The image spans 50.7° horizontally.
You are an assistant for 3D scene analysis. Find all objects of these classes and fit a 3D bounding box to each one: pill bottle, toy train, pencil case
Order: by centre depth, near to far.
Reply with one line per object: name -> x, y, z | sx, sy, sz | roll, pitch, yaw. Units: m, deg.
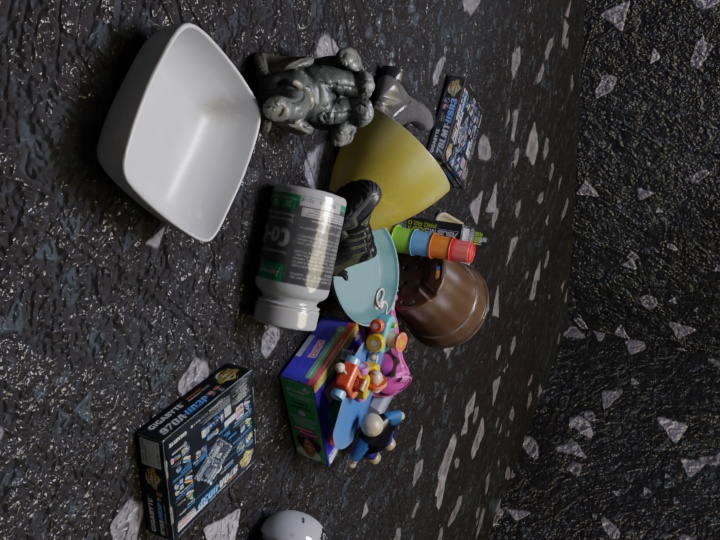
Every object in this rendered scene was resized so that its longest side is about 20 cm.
pill bottle -> -0.092, -0.019, 1.122 | 0.113, 0.112, 0.202 | 11, 90, -66
toy train -> 0.022, 0.136, 1.210 | 0.151, 0.055, 0.201 | 76, 36, -55
pencil case -> 0.046, 0.133, 1.432 | 0.091, 0.093, 0.201 | 29, 44, -49

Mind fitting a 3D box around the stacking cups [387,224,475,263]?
stacking cups -> 0.121, -0.046, 1.469 | 0.060, 0.199, 0.061 | -43, 141, -50

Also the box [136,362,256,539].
box -> -0.217, 0.243, 1.047 | 0.200, 0.046, 0.160 | -39, 135, -55

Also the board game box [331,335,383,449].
board game box -> -0.017, 0.200, 1.296 | 0.158, 0.039, 0.202 | 13, 93, -71

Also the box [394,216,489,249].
box -> 0.170, -0.081, 1.611 | 0.200, 0.159, 0.045 | 2, 98, -66

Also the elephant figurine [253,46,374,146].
elephant figurine -> -0.090, -0.239, 1.025 | 0.199, 0.155, 0.143 | -12, 76, -37

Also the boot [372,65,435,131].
boot -> 0.067, -0.278, 1.427 | 0.200, 0.069, 0.133 | 34, 72, -52

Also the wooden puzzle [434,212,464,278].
wooden puzzle -> 0.214, -0.031, 1.868 | 0.185, 0.046, 0.202 | 14, 88, -66

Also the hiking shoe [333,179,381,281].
hiking shoe -> -0.010, -0.064, 1.210 | 0.200, 0.100, 0.076 | -50, -143, 37

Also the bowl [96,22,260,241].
bowl -> -0.207, -0.155, 0.856 | 0.201, 0.074, 0.200 | -70, 155, -15

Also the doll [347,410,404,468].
doll -> 0.025, 0.303, 1.368 | 0.136, 0.048, 0.200 | -40, 159, -15

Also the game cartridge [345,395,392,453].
game cartridge -> 0.024, 0.287, 1.516 | 0.134, 0.041, 0.201 | -62, 176, -40

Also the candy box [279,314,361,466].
candy box -> -0.058, 0.210, 1.344 | 0.169, 0.076, 0.201 | -53, 144, -43

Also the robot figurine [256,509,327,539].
robot figurine -> -0.127, 0.505, 1.267 | 0.125, 0.149, 0.202 | 34, 70, -50

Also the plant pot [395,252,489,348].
plant pot -> 0.144, 0.041, 1.589 | 0.198, 0.199, 0.202 | 38, 67, -56

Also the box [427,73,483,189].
box -> 0.221, -0.315, 1.752 | 0.198, 0.049, 0.202 | 32, 72, -64

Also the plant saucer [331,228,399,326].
plant saucer -> 0.000, 0.000, 1.374 | 0.199, 0.036, 0.202 | 5, 84, -52

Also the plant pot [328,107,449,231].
plant pot -> 0.029, -0.152, 1.274 | 0.142, 0.200, 0.200 | -46, 150, -4
